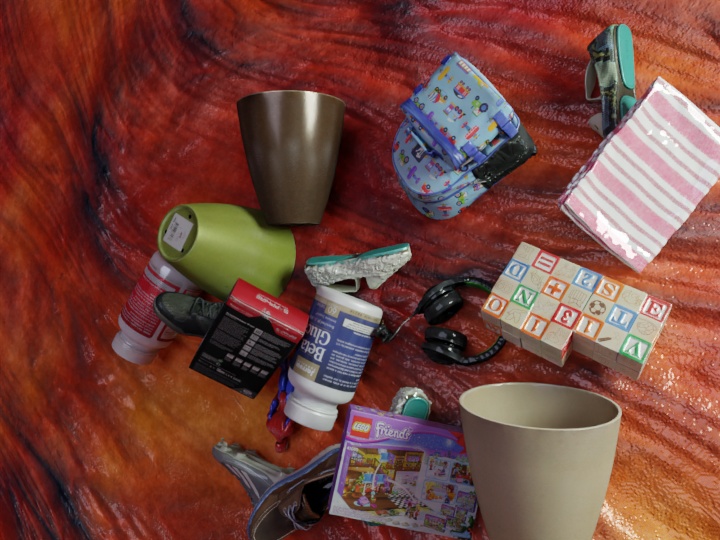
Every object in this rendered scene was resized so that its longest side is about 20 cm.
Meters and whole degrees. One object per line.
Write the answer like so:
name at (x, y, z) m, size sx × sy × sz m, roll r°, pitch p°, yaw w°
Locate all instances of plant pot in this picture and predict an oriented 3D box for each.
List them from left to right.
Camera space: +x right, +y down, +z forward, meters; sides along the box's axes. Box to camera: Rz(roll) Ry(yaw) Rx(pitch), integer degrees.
plant pot at (-0.244, -0.038, 0.978) m, size 0.184 × 0.199 × 0.191 m, roll -7°, pitch 76°, yaw 28°
plant pot at (-0.115, -0.179, 0.968) m, size 0.184 × 0.186 × 0.204 m, roll 0°, pitch 93°, yaw 29°
plant pot at (0.212, 0.258, 0.682) m, size 0.185 × 0.186 × 0.204 m, roll 1°, pitch 93°, yaw 29°

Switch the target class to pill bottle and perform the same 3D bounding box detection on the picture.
pill bottle at (-0.389, 0.073, 1.086) m, size 0.112 × 0.112 × 0.202 m, roll 35°, pitch 96°, yaw 30°
pill bottle at (-0.048, 0.136, 0.880) m, size 0.110 × 0.111 × 0.203 m, roll 19°, pitch 88°, yaw 31°

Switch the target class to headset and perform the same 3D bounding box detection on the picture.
headset at (0.120, 0.082, 0.836) m, size 0.197 × 0.094 × 0.126 m, roll -8°, pitch 70°, yaw 12°

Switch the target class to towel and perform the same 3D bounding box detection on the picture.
towel at (0.363, -0.117, 0.713) m, size 0.146 × 0.030 × 0.201 m, roll 37°, pitch 99°, yaw -3°

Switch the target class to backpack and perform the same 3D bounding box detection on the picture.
backpack at (0.128, -0.187, 0.843) m, size 0.199 × 0.134 × 0.184 m, roll -40°, pitch 62°, yaw 19°

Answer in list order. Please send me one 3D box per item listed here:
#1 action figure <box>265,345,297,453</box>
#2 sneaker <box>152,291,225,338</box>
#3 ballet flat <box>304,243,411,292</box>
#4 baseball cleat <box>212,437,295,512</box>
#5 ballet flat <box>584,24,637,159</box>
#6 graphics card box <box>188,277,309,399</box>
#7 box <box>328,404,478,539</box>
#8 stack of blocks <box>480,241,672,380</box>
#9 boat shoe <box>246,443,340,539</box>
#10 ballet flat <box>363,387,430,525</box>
action figure at (-0.119, 0.202, 0.943) m, size 0.065 × 0.051 × 0.204 m, roll 9°, pitch 88°, yaw 36°
sneaker at (-0.243, 0.071, 0.954) m, size 0.114 × 0.198 × 0.077 m, roll -49°, pitch 18°, yaw 40°
ballet flat at (0.000, 0.000, 0.921) m, size 0.197 × 0.071 × 0.073 m, roll -7°, pitch 75°, yaw 30°
baseball cleat at (-0.176, 0.353, 0.929) m, size 0.197 × 0.069 × 0.108 m, roll 12°, pitch 84°, yaw 32°
ballet flat at (0.344, -0.230, 0.776) m, size 0.073 × 0.074 × 0.204 m, roll -5°, pitch 77°, yaw 28°
graphics card box at (-0.178, 0.113, 0.889) m, size 0.201 × 0.124 × 0.051 m, roll -53°, pitch 16°, yaw 38°
box at (0.066, 0.271, 0.763) m, size 0.197 × 0.039 × 0.139 m, roll 13°, pitch 88°, yaw -5°
stack of blocks at (0.270, 0.059, 0.726) m, size 0.198 × 0.059 × 0.116 m, roll 27°, pitch 72°, yaw 30°
boat shoe at (-0.087, 0.340, 0.841) m, size 0.200 × 0.072 × 0.072 m, roll -43°, pitch 105°, yaw -4°
ballet flat at (0.048, 0.265, 0.825) m, size 0.071 × 0.072 × 0.203 m, roll 21°, pitch 88°, yaw 31°
